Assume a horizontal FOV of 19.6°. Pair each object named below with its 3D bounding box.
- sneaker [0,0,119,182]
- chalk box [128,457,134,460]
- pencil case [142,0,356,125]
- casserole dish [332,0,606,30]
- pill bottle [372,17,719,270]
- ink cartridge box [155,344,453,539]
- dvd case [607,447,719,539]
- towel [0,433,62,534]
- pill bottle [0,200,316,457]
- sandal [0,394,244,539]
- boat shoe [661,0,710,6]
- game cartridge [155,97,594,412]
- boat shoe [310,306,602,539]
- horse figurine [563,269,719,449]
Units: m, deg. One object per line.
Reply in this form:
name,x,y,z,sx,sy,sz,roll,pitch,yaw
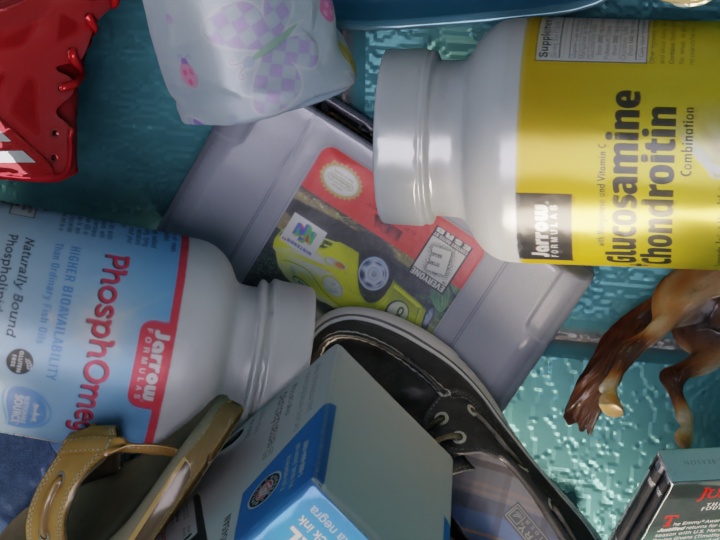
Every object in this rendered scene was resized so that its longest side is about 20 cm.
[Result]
sneaker,-0.138,-0.113,0.993,0.199,0.078,0.116,-29,102,-2
chalk box,-0.133,0.191,1.098,0.200,0.125,0.124,-37,99,21
pencil case,-0.062,-0.164,0.929,0.083,0.090,0.202,8,118,54
casserole dish,0.041,-0.177,0.969,0.198,0.039,0.122,-3,109,13
pill bottle,0.109,-0.058,0.951,0.198,0.112,0.113,2,110,9
ink cartridge box,-0.058,0.147,0.922,0.200,0.145,0.084,-42,103,16
dvd case,0.169,0.148,0.964,0.145,0.022,0.201,-1,139,-20
towel,-0.206,0.110,1.102,0.200,0.048,0.112,-43,56,20
pill bottle,-0.126,0.030,0.996,0.198,0.109,0.110,10,113,-8
sandal,-0.126,0.102,0.952,0.054,0.081,0.200,43,140,-16
boat shoe,0.075,-0.179,0.905,0.199,0.063,0.074,27,114,3
game cartridge,0.000,0.000,1.046,0.199,0.041,0.134,32,117,0
boat shoe,0.045,0.099,1.005,0.070,0.066,0.200,-40,89,10
horse figurine,0.189,0.031,0.978,0.199,0.133,0.050,-4,126,29
